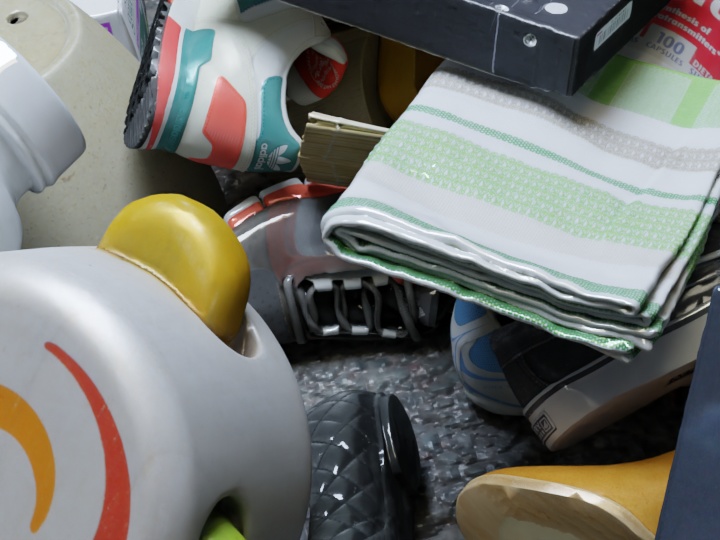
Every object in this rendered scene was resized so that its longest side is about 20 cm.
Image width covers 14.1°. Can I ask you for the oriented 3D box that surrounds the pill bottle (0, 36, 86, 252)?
[{"bbox_3d":[-0.217,-0.015,1.256,0.200,0.111,0.111,-44,48,-13],"label":"pill bottle"}]

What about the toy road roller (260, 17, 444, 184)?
[{"bbox_3d":[0.014,-0.130,1.495,0.123,0.146,0.200,-10,64,33],"label":"toy road roller"}]

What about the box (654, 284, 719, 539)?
[{"bbox_3d":[0.193,0.121,1.082,0.148,0.107,0.200,12,86,26],"label":"box"}]

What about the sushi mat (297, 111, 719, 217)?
[{"bbox_3d":[0.070,-0.040,1.328,0.200,0.096,0.012,10,79,0],"label":"sushi mat"}]

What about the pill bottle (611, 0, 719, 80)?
[{"bbox_3d":[0.155,-0.110,1.438,0.112,0.112,0.200,9,40,22],"label":"pill bottle"}]

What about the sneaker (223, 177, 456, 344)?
[{"bbox_3d":[0.000,0.000,1.379,0.200,0.077,0.082,-26,48,-17],"label":"sneaker"}]

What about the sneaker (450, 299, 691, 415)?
[{"bbox_3d":[0.139,0.015,1.328,0.200,0.073,0.072,-12,38,-4],"label":"sneaker"}]

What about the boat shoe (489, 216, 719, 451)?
[{"bbox_3d":[0.149,0.006,1.272,0.200,0.072,0.068,-27,76,-14],"label":"boat shoe"}]

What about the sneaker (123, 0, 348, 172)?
[{"bbox_3d":[-0.051,-0.121,1.406,0.093,0.070,0.200,19,46,-7],"label":"sneaker"}]

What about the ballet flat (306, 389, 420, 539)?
[{"bbox_3d":[-0.008,0.127,1.246,0.057,0.067,0.200,-20,31,18],"label":"ballet flat"}]

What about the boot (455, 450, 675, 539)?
[{"bbox_3d":[0.156,0.091,1.245,0.201,0.071,0.144,13,39,19],"label":"boot"}]

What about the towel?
[{"bbox_3d":[0.085,-0.047,1.252,0.149,0.031,0.200,20,39,12],"label":"towel"}]

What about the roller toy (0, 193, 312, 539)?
[{"bbox_3d":[-0.120,0.079,1.209,0.182,0.200,0.140,-14,-4,27],"label":"roller toy"}]

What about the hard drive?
[{"bbox_3d":[0.039,-0.150,1.342,0.200,0.038,0.140,21,37,20],"label":"hard drive"}]

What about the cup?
[{"bbox_3d":[-0.172,-0.054,1.428,0.200,0.143,0.200,-7,40,6],"label":"cup"}]

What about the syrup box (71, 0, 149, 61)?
[{"bbox_3d":[-0.215,-0.116,1.559,0.200,0.082,0.079,-8,41,2],"label":"syrup box"}]
